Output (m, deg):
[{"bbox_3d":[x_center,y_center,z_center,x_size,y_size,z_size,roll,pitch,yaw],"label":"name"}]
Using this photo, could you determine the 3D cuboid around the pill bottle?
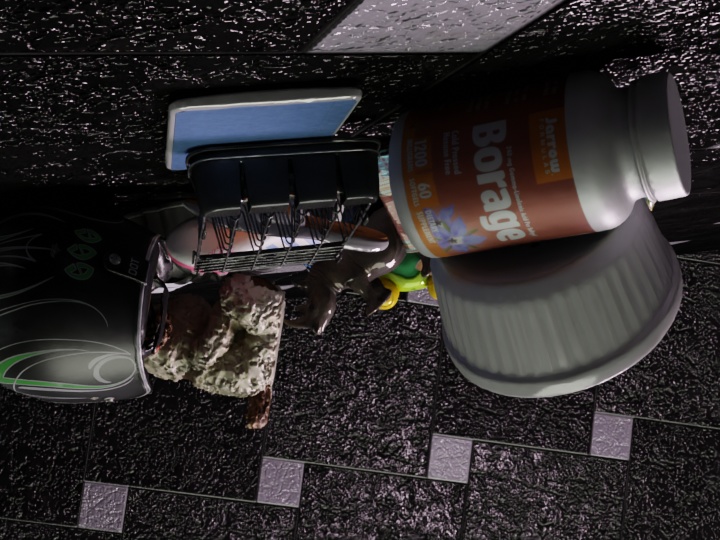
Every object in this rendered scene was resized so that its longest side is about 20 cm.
[{"bbox_3d":[0.128,-0.078,0.767,0.197,0.114,0.112,-10,175,25],"label":"pill bottle"}]

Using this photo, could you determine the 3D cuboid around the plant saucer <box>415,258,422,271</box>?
[{"bbox_3d":[0.157,-0.042,1.260,0.198,0.036,0.200,-32,171,-6],"label":"plant saucer"}]

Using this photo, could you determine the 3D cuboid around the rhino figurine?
[{"bbox_3d":[0.000,0.000,1.144,0.198,0.088,0.060,-34,180,6],"label":"rhino figurine"}]

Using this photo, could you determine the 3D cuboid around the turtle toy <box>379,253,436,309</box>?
[{"bbox_3d":[0.084,-0.028,1.409,0.196,0.103,0.146,-10,-162,4],"label":"turtle toy"}]

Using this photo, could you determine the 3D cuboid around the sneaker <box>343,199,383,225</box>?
[{"bbox_3d":[0.013,-0.055,1.230,0.198,0.080,0.089,-20,162,35],"label":"sneaker"}]

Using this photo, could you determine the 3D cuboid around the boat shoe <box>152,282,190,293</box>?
[{"bbox_3d":[-0.203,-0.026,1.311,0.198,0.075,0.067,-16,169,-43],"label":"boat shoe"}]

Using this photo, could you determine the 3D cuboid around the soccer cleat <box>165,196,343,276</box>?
[{"bbox_3d":[-0.100,-0.051,1.065,0.198,0.070,0.087,-9,138,-40],"label":"soccer cleat"}]

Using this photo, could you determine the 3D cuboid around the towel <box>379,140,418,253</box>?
[{"bbox_3d":[0.112,-0.072,0.937,0.197,0.022,0.147,-8,139,20],"label":"towel"}]

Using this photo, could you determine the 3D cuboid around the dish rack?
[{"bbox_3d":[-0.070,-0.045,0.887,0.151,0.056,0.200,-5,165,-13],"label":"dish rack"}]

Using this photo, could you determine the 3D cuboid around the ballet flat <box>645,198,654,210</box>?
[{"bbox_3d":[0.264,-0.078,1.186,0.074,0.065,0.200,19,177,-8],"label":"ballet flat"}]

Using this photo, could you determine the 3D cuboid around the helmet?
[{"bbox_3d":[-0.284,0.030,1.022,0.187,0.204,0.200,5,176,0],"label":"helmet"}]

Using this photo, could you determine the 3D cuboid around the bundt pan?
[{"bbox_3d":[-0.161,-0.029,1.191,0.198,0.077,0.202,-8,176,0],"label":"bundt pan"}]

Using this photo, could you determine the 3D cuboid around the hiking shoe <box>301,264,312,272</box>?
[{"bbox_3d":[-0.043,-0.020,1.416,0.073,0.088,0.199,-9,175,32],"label":"hiking shoe"}]

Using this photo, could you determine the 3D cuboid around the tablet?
[{"bbox_3d":[-0.078,-0.102,0.786,0.128,0.014,0.200,-6,175,-12],"label":"tablet"}]

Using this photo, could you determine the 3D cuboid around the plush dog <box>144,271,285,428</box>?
[{"bbox_3d":[-0.174,0.080,1.174,0.169,0.164,0.200,9,176,-3],"label":"plush dog"}]

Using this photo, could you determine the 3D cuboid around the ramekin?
[{"bbox_3d":[0.145,-0.005,0.845,0.199,0.095,0.204,-18,-145,13],"label":"ramekin"}]

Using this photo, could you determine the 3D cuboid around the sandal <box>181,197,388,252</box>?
[{"bbox_3d":[-0.065,-0.063,1.000,0.203,0.060,0.079,8,-170,-25],"label":"sandal"}]
